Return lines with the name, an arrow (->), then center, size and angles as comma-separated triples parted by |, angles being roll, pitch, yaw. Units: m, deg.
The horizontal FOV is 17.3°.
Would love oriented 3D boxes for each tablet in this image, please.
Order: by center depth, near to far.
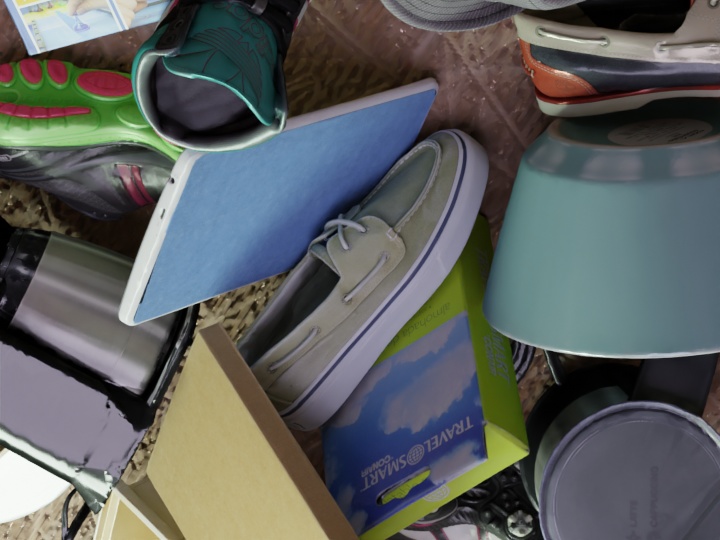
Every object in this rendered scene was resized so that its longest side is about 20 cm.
tablet -> -0.044, -0.041, 1.324 | 0.014, 0.200, 0.130 | 44, 130, 24

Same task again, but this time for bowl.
bowl -> 0.162, -0.033, 1.305 | 0.200, 0.201, 0.105 | -4, 107, 9

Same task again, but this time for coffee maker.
coffee maker -> -0.219, 0.050, 1.372 | 0.200, 0.193, 0.135 | 26, 169, -11

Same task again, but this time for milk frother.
milk frother -> 0.114, 0.092, 1.385 | 0.199, 0.188, 0.181 | -1, 93, 1

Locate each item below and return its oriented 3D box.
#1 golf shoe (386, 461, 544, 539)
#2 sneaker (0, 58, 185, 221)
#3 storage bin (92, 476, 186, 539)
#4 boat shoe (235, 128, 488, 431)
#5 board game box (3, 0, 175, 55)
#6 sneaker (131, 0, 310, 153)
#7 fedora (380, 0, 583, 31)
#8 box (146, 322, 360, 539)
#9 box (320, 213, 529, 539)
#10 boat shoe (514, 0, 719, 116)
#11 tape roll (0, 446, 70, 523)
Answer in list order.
golf shoe -> 0.080, 0.153, 1.522 | 0.199, 0.077, 0.088 | 14, 152, -7
sneaker -> -0.128, -0.071, 1.374 | 0.199, 0.077, 0.084 | 12, 145, 0
storage bin -> -0.083, 0.249, 1.520 | 0.200, 0.094, 0.199 | 39, 132, 27
boat shoe -> 0.000, 0.000, 1.356 | 0.062, 0.072, 0.200 | 34, 88, -36
board game box -> -0.106, -0.198, 1.227 | 0.199, 0.035, 0.136 | -13, 125, 14
sneaker -> -0.054, -0.133, 1.173 | 0.083, 0.121, 0.200 | 25, 125, -15
fedora -> 0.101, -0.193, 1.174 | 0.200, 0.090, 0.177 | -41, 139, -17
box -> -0.053, 0.152, 1.347 | 0.021, 0.200, 0.164 | -20, 154, -29
box -> 0.030, 0.063, 1.364 | 0.122, 0.200, 0.048 | -34, 132, 28
boat shoe -> 0.183, -0.134, 1.287 | 0.199, 0.071, 0.063 | -9, 123, 18
tape roll -> -0.266, 0.079, 1.512 | 0.202, 0.037, 0.203 | 2, 127, 3
